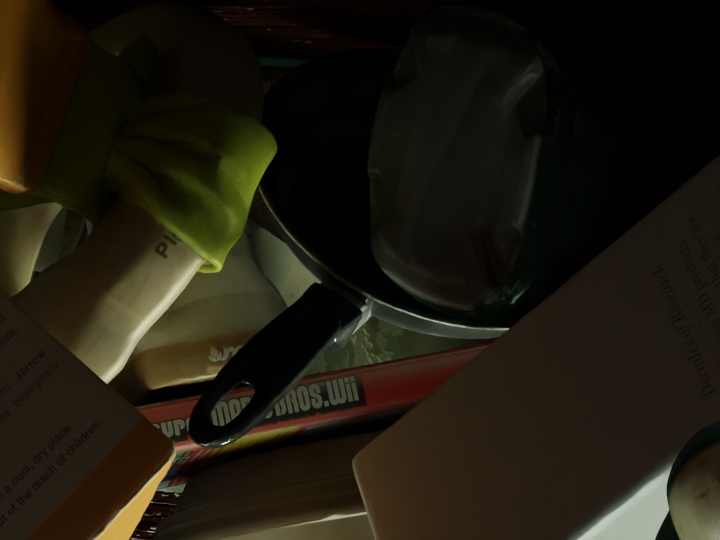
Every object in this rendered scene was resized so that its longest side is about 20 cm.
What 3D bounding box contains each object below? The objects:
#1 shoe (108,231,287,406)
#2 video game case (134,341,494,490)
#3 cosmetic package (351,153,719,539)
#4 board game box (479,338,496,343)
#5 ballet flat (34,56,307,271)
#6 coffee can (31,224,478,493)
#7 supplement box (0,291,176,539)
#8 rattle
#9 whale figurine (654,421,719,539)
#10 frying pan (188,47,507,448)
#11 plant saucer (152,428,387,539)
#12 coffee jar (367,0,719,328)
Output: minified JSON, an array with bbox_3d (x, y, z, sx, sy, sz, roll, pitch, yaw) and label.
[{"bbox_3d":[-0.066,0.021,0.956,0.070,0.053,0.200,-14,175,-21],"label":"shoe"},{"bbox_3d":[-0.046,0.055,0.951,0.200,0.017,0.143,-10,172,-10],"label":"video game case"},{"bbox_3d":[0.106,0.031,0.718,0.101,0.071,0.200,28,122,-39],"label":"cosmetic package"},{"bbox_3d":[0.062,0.097,1.192,0.041,0.200,0.200,11,-156,-45],"label":"board game box"},{"bbox_3d":[-0.087,-0.034,0.982,0.200,0.072,0.068,3,173,36],"label":"ballet flat"},{"bbox_3d":[-0.075,0.015,1.133,0.200,0.147,0.146,2,175,40],"label":"coffee can"},{"bbox_3d":[-0.156,0.029,0.784,0.200,0.074,0.126,41,150,5],"label":"supplement box"},{"bbox_3d":[-0.121,-0.049,0.835,0.143,0.130,0.200,18,-166,-29],"label":"rattle"},{"bbox_3d":[0.134,0.043,0.616,0.159,0.200,0.104,7,-146,-18],"label":"whale figurine"},{"bbox_3d":[0.017,0.004,0.820,0.115,0.190,0.031,17,133,-7],"label":"frying pan"},{"bbox_3d":[0.026,0.075,0.975,0.200,0.030,0.200,-6,169,-1],"label":"plant saucer"},{"bbox_3d":[0.110,-0.018,0.800,0.200,0.085,0.104,8,-173,-25],"label":"coffee jar"}]
